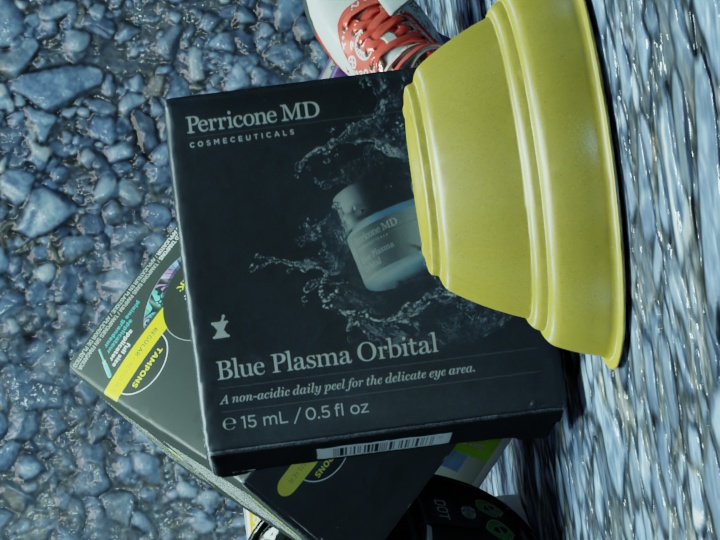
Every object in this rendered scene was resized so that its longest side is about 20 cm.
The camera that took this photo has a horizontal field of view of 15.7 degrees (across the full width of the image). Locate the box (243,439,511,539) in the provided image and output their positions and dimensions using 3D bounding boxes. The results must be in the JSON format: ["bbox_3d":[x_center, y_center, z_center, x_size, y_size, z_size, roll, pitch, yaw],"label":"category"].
[{"bbox_3d":[0.013,0.123,1.765,0.200,0.112,0.101,-58,21,25],"label":"box"}]

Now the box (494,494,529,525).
[{"bbox_3d":[0.113,0.273,1.821,0.144,0.036,0.200,-104,6,-77],"label":"box"}]

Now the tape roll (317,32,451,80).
[{"bbox_3d":[-0.004,-0.078,1.762,0.200,0.085,0.200,-155,90,-86],"label":"tape roll"}]

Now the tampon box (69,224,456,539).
[{"bbox_3d":[-0.051,0.067,1.612,0.200,0.150,0.126,26,166,48],"label":"tampon box"}]

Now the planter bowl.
[{"bbox_3d":[0.066,-0.048,1.224,0.200,0.083,0.201,172,90,-87],"label":"planter bowl"}]

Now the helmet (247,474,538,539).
[{"bbox_3d":[0.033,0.228,1.663,0.191,0.200,0.200,38,-148,-43],"label":"helmet"}]

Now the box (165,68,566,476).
[{"bbox_3d":[0.000,0.000,1.446,0.117,0.197,0.200,95,167,-80],"label":"box"}]

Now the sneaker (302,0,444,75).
[{"bbox_3d":[0.030,-0.132,1.612,0.201,0.067,0.108,58,171,17],"label":"sneaker"}]

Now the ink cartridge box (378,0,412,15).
[{"bbox_3d":[-0.016,-0.260,1.627,0.174,0.044,0.200,51,-167,-14],"label":"ink cartridge box"}]
